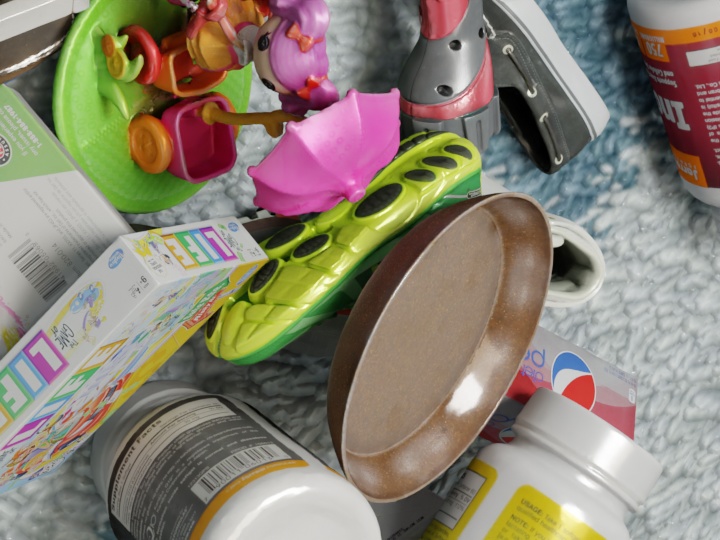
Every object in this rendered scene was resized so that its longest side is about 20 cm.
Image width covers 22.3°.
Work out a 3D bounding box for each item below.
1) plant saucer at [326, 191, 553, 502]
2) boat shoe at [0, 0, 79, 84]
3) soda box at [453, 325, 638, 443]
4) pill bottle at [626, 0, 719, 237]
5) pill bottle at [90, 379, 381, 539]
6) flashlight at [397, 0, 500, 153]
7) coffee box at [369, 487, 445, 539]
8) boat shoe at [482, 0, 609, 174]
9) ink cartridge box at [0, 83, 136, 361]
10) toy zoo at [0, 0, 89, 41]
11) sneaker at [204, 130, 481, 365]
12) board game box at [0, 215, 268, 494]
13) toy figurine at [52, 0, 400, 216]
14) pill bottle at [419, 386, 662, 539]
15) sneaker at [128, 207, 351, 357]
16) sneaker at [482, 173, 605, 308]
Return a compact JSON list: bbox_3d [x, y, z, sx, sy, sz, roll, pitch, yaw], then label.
[{"bbox_3d":[0.042,0.040,1.070,0.200,0.034,0.201,-37,143,-35],"label":"plant saucer"},{"bbox_3d":[-0.235,-0.116,0.985,0.199,0.072,0.072,-22,113,-25],"label":"boat shoe"},{"bbox_3d":[0.097,0.073,1.227,0.200,0.070,0.064,27,59,-34],"label":"soda box"},{"bbox_3d":[0.262,-0.117,1.259,0.113,0.113,0.200,-32,117,-20],"label":"pill bottle"},{"bbox_3d":[-0.080,0.139,1.071,0.116,0.200,0.117,-9,109,-27],"label":"pill bottle"},{"bbox_3d":[0.044,-0.165,1.091,0.068,0.068,0.201,-7,124,3],"label":"flashlight"},{"bbox_3d":[0.035,0.253,1.245,0.114,0.080,0.200,-33,118,-19],"label":"coffee box"},{"bbox_3d":[0.092,-0.138,1.179,0.057,0.069,0.200,-51,124,-9],"label":"boat shoe"},{"bbox_3d":[-0.230,0.008,0.992,0.200,0.067,0.117,-40,94,-3],"label":"ink cartridge box"},{"bbox_3d":[-0.232,-0.165,0.952,0.200,0.131,0.020,-26,158,-23],"label":"toy zoo"},{"bbox_3d":[0.000,0.000,1.074,0.200,0.074,0.084,-36,125,-16],"label":"sneaker"},{"bbox_3d":[-0.153,0.052,1.008,0.200,0.034,0.134,-44,169,21],"label":"board game box"},{"bbox_3d":[-0.057,-0.109,1.004,0.150,0.184,0.201,-24,121,-41],"label":"toy figurine"},{"bbox_3d":[0.097,0.181,1.146,0.114,0.114,0.200,38,83,-33],"label":"pill bottle"},{"bbox_3d":[-0.074,-0.005,1.129,0.200,0.077,0.082,19,66,-34],"label":"sneaker"},{"bbox_3d":[0.070,-0.038,1.165,0.200,0.116,0.074,23,93,-32],"label":"sneaker"}]
